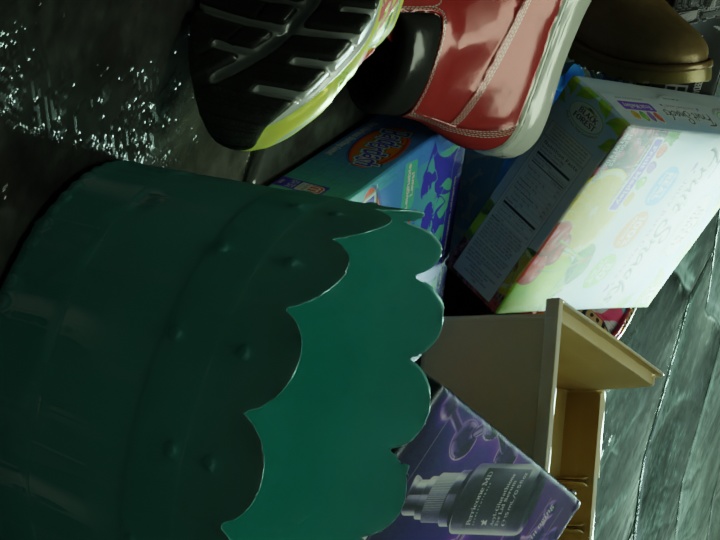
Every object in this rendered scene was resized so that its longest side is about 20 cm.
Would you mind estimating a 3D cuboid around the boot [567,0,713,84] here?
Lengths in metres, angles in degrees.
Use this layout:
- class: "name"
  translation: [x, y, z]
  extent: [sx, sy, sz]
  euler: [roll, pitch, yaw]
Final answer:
- class: "boot"
  translation: [0.157, -0.228, 1.245]
  extent: [0.066, 0.175, 0.201]
  euler: [-12, 117, -32]

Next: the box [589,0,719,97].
- class: "box"
  translation: [0.196, -0.189, 1.378]
  extent: [0.201, 0.049, 0.158]
  euler: [-103, -162, -49]

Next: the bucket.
- class: "bucket"
  translation: [-0.062, 0.055, 0.853]
  extent: [0.207, 0.134, 0.209]
  euler: [15, 90, -71]

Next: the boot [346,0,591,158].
- class: "boot"
  translation: [0.061, -0.172, 1.099]
  extent: [0.144, 0.072, 0.201]
  euler: [16, 91, -45]

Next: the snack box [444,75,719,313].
- class: "snack box"
  translation: [0.156, -0.044, 1.253]
  extent: [0.199, 0.053, 0.143]
  euler: [-1, 131, -56]

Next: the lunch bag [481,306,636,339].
- class: "lunch bag"
  translation: [0.131, 0.039, 1.443]
  extent: [0.176, 0.082, 0.200]
  euler: [-56, 180, 44]

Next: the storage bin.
- class: "storage bin"
  translation: [0.107, 0.140, 1.215]
  extent: [0.198, 0.093, 0.202]
  euler: [30, 62, -57]

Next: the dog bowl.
- class: "dog bowl"
  translation: [0.097, -0.072, 1.357]
  extent: [0.200, 0.049, 0.112]
  euler: [-49, 148, -52]

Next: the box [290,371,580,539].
- class: "box"
  translation: [0.003, 0.125, 1.034]
  extent: [0.148, 0.104, 0.200]
  euler: [-56, 146, -4]

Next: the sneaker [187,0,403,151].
- class: "sneaker"
  translation: [-0.016, -0.118, 0.946]
  extent: [0.091, 0.078, 0.201]
  euler: [86, 26, -50]

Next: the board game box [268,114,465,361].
- class: "board game box"
  translation: [0.000, 0.000, 1.135]
  extent: [0.200, 0.045, 0.153]
  euler: [-40, 141, -60]
